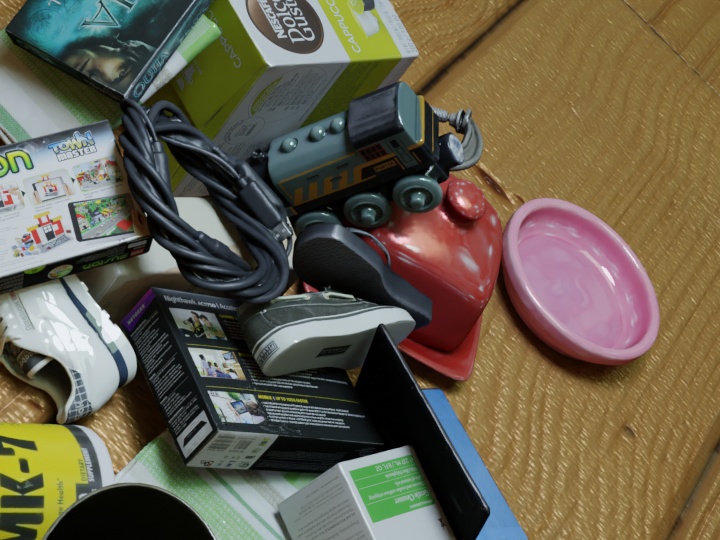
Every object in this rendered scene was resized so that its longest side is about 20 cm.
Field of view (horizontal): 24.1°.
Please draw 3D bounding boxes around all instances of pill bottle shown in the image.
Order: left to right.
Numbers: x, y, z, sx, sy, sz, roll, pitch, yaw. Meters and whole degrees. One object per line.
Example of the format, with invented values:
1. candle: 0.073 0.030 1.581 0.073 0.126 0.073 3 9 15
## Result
1. pill bottle: -0.282 0.163 1.183 0.199 0.114 0.115 5 54 -37

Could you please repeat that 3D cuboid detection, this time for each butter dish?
1. butter dish: 0.066 -0.031 1.613 0.199 0.148 0.200 30 42 -17

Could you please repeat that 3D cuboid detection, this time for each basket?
1. basket: -0.194 0.261 1.107 0.136 0.200 0.181 33 40 -12

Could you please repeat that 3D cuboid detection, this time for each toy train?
1. toy train: -0.009 -0.096 1.527 0.114 0.199 0.086 49 34 -41

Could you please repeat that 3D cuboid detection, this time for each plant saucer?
1. plant saucer: 0.224 0.018 1.780 0.200 0.051 0.201 23 44 -24

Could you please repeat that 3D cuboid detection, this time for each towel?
1. towel: -0.237 -0.182 1.456 0.200 0.031 0.149 -41 68 -7
2. towel: -0.116 0.188 1.374 0.149 0.031 0.200 46 38 -2

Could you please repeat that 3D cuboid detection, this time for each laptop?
1. laptop: 0.087 0.153 1.472 0.115 0.200 0.188 -20 64 -22

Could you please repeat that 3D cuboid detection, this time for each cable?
1. cable: -0.135 -0.056 1.377 0.200 0.051 0.163 49 28 -10

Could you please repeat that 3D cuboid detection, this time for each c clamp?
1. c clamp: 0.038 -0.162 1.718 0.199 0.027 0.171 21 33 10

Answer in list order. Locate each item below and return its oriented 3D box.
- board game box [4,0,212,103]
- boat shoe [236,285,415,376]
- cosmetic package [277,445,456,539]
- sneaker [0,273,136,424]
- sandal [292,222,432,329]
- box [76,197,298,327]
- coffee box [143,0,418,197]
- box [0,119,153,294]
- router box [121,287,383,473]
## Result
1. board game box: -0.191 -0.248 1.435 0.135 0.028 0.201 29 76 20
2. boat shoe: -0.026 0.043 1.438 0.199 0.071 0.064 -1 52 -55
3. cosmetic package: 0.028 0.255 1.372 0.107 0.085 0.201 -8 66 -54
4. sneaker: -0.268 0.030 1.344 0.200 0.076 0.080 47 51 5
5. sandal: 0.000 0.000 1.479 0.200 0.076 0.043 42 47 -57
6. box: -0.156 -0.008 1.450 0.199 0.095 0.078 -3 59 -40
7. coffee box: -0.107 -0.211 1.577 0.197 0.200 0.200 -11 63 -44
8. box: -0.274 -0.042 1.320 0.199 0.035 0.111 -16 71 -22
9. router box: -0.088 0.095 1.413 0.199 0.051 0.150 12 41 -47
